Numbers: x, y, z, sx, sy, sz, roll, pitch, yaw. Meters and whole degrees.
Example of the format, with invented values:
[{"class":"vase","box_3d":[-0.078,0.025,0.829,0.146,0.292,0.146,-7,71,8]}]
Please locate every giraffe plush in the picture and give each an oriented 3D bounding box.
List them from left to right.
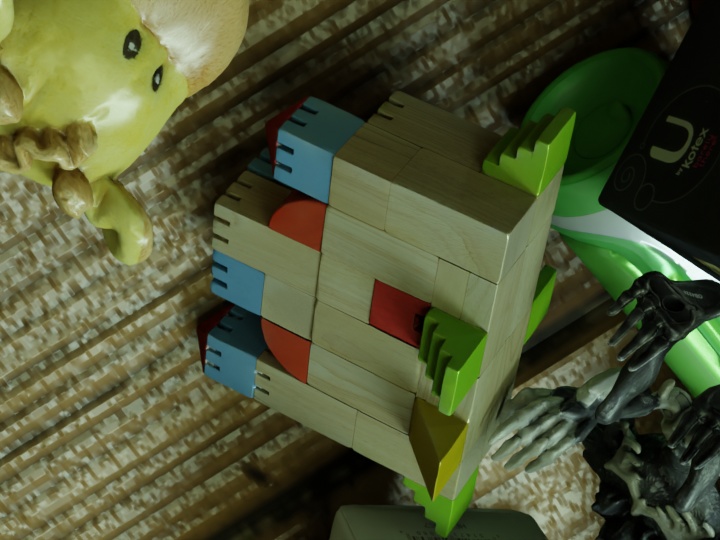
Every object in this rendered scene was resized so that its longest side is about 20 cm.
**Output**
[{"class":"giraffe plush","box_3d":[-0.102,-0.100,0.683,0.172,0.162,0.201,27,108,-30]}]

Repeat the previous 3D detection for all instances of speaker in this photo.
[{"class":"speaker","box_3d":[0.150,-0.003,0.866,0.088,0.089,0.200,-39,124,6]}]

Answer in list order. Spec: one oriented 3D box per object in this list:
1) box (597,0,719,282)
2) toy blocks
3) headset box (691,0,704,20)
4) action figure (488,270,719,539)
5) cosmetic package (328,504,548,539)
[{"class":"box","box_3d":[0.196,-0.032,0.701,0.106,0.200,0.123,29,92,-29]},{"class":"toy blocks","box_3d":[0.000,0.000,0.807,0.100,0.136,0.201,-49,157,-42]},{"class":"headset box","box_3d":[0.210,-0.157,0.811,0.147,0.077,0.201,-20,125,-6]},{"class":"action figure","box_3d":[0.110,0.086,0.808,0.101,0.119,0.201,-25,151,-18]},{"class":"cosmetic package","box_3d":[0.020,0.208,0.888,0.101,0.074,0.202,6,117,-21]}]
